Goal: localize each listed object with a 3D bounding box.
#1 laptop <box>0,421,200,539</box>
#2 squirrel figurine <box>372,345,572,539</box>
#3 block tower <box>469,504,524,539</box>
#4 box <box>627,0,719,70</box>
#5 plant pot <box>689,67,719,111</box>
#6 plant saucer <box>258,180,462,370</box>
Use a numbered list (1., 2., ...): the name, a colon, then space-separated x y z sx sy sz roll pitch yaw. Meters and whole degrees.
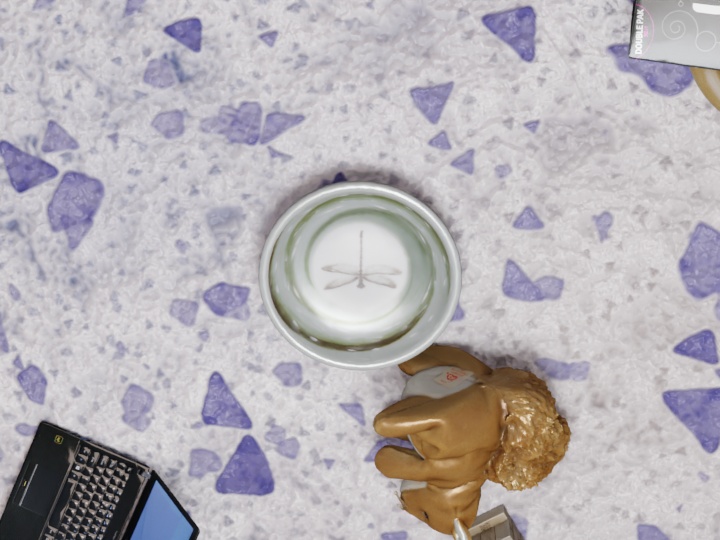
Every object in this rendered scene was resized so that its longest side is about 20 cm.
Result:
1. laptop: -0.284 0.286 1.611 0.200 0.103 0.177 24 103 -3
2. squirrel figurine: 0.115 0.186 1.560 0.200 0.142 0.187 -3 118 6
3. block tower: 0.179 0.352 1.666 0.054 0.058 0.200 -28 107 12
4. box: 0.320 -0.281 1.346 0.148 0.124 0.200 9 107 8
5. plant pot: 0.405 -0.220 1.440 0.200 0.027 0.200 0 113 1
6. plant saucer: 0.000 0.000 1.531 0.200 0.050 0.200 1 113 1
